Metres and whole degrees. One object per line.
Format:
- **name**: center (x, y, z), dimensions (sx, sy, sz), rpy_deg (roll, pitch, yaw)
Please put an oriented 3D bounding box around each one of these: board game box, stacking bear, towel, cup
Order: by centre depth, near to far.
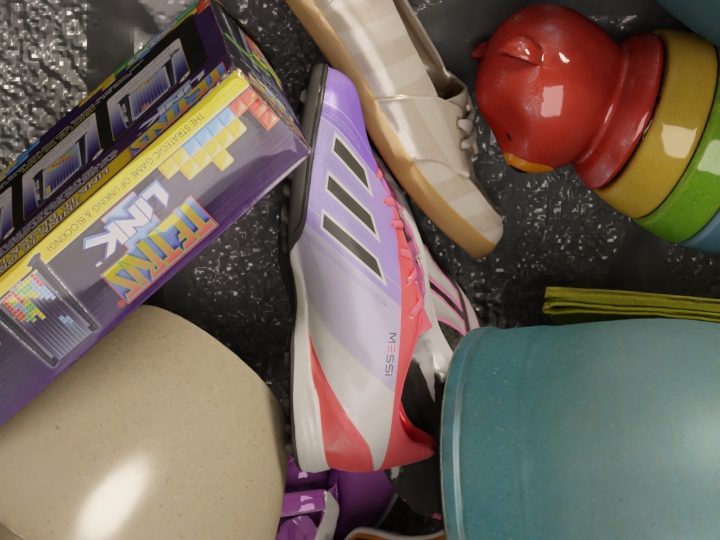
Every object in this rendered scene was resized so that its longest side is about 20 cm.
- **board game box**: center (-0.121, -0.031, 1.028), dimensions (0.200, 0.165, 0.057), rpy_deg (-40, 111, 7)
- **cup**: center (-0.115, 0.104, 1.082), dimensions (0.200, 0.200, 0.143), rpy_deg (47, 69, -22)
- **stacking bear**: center (0.150, -0.069, 1.094), dimensions (0.199, 0.121, 0.114), rpy_deg (21, 95, -14)
- **towel**: center (0.196, 0.040, 1.111), dimensions (0.199, 0.018, 0.086), rpy_deg (5, 154, 24)

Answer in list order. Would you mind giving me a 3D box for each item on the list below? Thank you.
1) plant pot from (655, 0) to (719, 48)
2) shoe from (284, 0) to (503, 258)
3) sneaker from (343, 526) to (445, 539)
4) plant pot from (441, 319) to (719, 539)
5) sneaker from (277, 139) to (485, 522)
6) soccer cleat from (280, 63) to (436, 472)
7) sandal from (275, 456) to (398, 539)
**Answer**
- **plant pot**: center (0.191, -0.193, 1.018), dimensions (0.187, 0.200, 0.201), rpy_deg (23, 105, -2)
- **shoe**: center (0.023, -0.093, 1.081), dimensions (0.053, 0.070, 0.200), rpy_deg (-30, 111, 10)
- **sneaker**: center (0.001, 0.188, 1.156), dimensions (0.199, 0.080, 0.078), rpy_deg (-26, 144, 23)
- **plant pot**: center (0.159, 0.110, 1.032), dimensions (0.187, 0.200, 0.201), rpy_deg (-11, 114, 19)
- **sneaker**: center (0.024, 0.027, 1.130), dimensions (0.080, 0.086, 0.201), rpy_deg (-17, 95, 25)
- **soccer cleat**: center (0.000, 0.000, 1.056), dimensions (0.073, 0.068, 0.201), rpy_deg (1, 103, 4)
- **sandal**: center (-0.050, 0.151, 1.170), dimensions (0.202, 0.050, 0.082), rpy_deg (-41, 114, 4)
